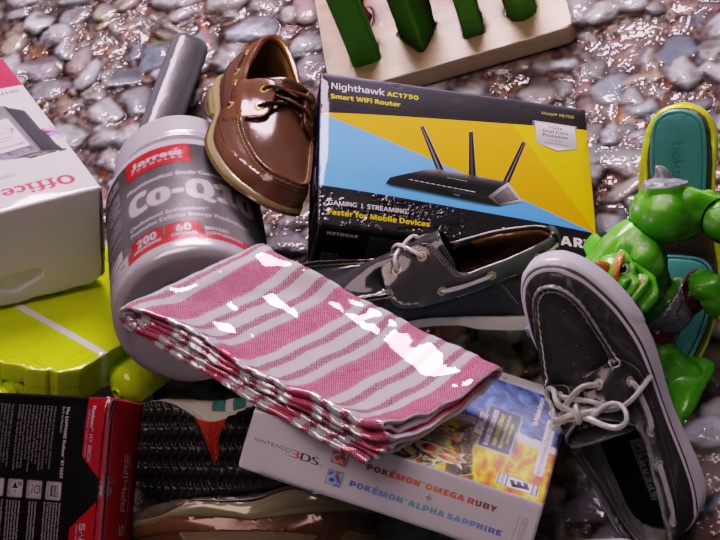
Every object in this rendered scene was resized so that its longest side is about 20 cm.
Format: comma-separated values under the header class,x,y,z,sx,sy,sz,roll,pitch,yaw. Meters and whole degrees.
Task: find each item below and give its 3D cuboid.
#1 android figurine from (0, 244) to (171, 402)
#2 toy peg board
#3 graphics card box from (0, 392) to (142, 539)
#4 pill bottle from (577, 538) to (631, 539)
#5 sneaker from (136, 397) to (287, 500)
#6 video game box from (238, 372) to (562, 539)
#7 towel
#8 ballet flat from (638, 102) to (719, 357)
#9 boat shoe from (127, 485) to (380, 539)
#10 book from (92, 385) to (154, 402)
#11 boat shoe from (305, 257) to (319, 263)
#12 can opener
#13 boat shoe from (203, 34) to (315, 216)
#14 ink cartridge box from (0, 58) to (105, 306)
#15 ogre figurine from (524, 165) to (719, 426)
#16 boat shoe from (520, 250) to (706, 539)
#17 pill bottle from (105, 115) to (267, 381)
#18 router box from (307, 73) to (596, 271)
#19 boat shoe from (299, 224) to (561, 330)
class,x,y,z,sx,sy,sz,roll,pitch,yaw
android figurine,-0.211,0.040,1.512,0.182,0.041,0.200,25,39,27
toy peg board,0.051,-0.256,1.676,0.200,0.098,0.199,-15,49,7
graphics card box,-0.244,0.144,1.393,0.200,0.051,0.126,0,82,25
pill bottle,0.075,0.221,1.262,0.200,0.111,0.111,-5,51,15
sneaker,-0.077,0.122,1.436,0.200,0.093,0.070,-7,82,45
video game box,0.035,0.100,1.314,0.182,0.047,0.200,16,18,6
towel,-0.029,0.043,1.280,0.200,0.030,0.146,28,29,23
ballet flat,0.217,-0.014,1.426,0.067,0.067,0.200,5,88,14
boat shoe,-0.080,0.187,1.372,0.200,0.076,0.074,-12,74,22
book,-0.266,0.122,1.516,0.134,0.048,0.200,31,64,35
boat shoe,0.000,0.000,1.499,0.074,0.065,0.200,39,51,16
can opener,-0.153,-0.101,1.661,0.066,0.053,0.200,17,54,-11
boat shoe,-0.068,-0.108,1.489,0.068,0.072,0.200,-57,23,22
ink cartridge box,-0.292,-0.063,1.537,0.147,0.086,0.200,-17,40,-25
ogre figurine,0.193,0.024,1.351,0.120,0.200,0.098,38,29,-2
boat shoe,0.149,0.086,1.296,0.074,0.200,0.068,-14,14,32
pill bottle,-0.124,-0.022,1.481,0.114,0.114,0.200,-19,34,3
router box,0.064,-0.061,1.488,0.200,0.051,0.149,7,49,-9
boat shoe,0.038,0.001,1.396,0.200,0.068,0.072,-2,32,-8
